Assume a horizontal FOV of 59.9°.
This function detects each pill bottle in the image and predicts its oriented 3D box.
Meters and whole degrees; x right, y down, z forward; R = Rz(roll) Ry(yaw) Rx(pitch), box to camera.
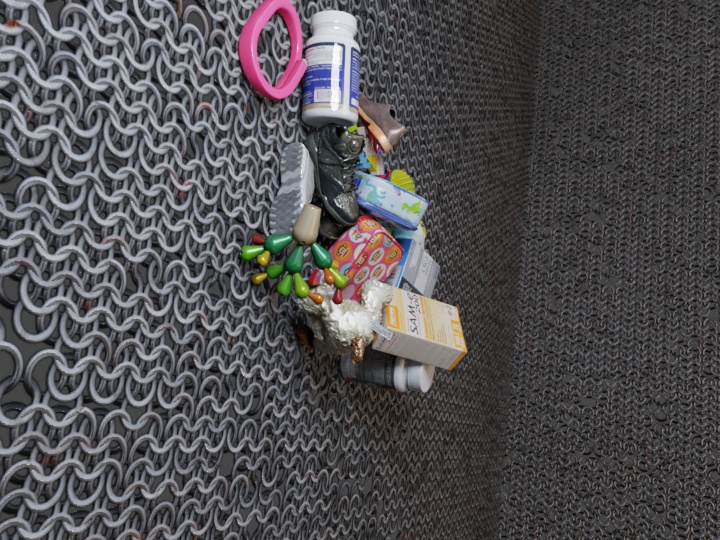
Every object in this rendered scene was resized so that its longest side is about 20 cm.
[{"bbox_3d":[0.062,0.210,1.415,0.113,0.195,0.117,-29,123,-59],"label":"pill bottle"},{"bbox_3d":[-0.057,-0.392,1.231,0.115,0.113,0.206,4,88,-64],"label":"pill bottle"}]

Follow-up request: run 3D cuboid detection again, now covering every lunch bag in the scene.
[{"bbox_3d":[0.046,-0.154,1.348,0.158,0.200,0.084,24,95,-19],"label":"lunch bag"},{"bbox_3d":[0.000,0.000,1.314,0.201,0.082,0.176,-49,145,3],"label":"lunch bag"}]

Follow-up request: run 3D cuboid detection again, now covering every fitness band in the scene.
[{"bbox_3d":[-0.152,-0.397,1.123,0.145,0.037,0.203,65,36,-43],"label":"fitness band"}]

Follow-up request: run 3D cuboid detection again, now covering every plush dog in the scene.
[{"bbox_3d":[-0.032,0.116,1.232,0.172,0.195,0.165,131,-49,-65],"label":"plush dog"}]

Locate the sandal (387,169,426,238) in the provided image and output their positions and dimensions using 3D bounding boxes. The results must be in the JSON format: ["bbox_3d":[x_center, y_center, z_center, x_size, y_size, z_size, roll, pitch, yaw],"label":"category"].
[{"bbox_3d":[0.106,-0.162,1.640,0.078,0.087,0.205,-8,83,-28],"label":"sandal"}]

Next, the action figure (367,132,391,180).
[{"bbox_3d":[0.047,-0.234,1.538,0.065,0.050,0.206,-24,116,-65],"label":"action figure"}]

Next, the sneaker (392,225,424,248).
[{"bbox_3d":[0.106,-0.033,1.529,0.131,0.078,0.204,-51,133,-46],"label":"sneaker"}]

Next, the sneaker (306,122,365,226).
[{"bbox_3d":[-0.033,-0.194,1.219,0.075,0.113,0.204,-12,84,-44],"label":"sneaker"}]

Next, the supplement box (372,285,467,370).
[{"bbox_3d":[0.120,0.121,1.332,0.196,0.074,0.128,17,41,-22],"label":"supplement box"}]

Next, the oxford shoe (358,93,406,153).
[{"bbox_3d":[0.041,-0.341,1.390,0.071,0.072,0.202,49,9,-51],"label":"oxford shoe"}]

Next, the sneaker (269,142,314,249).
[{"bbox_3d":[-0.114,-0.134,1.173,0.082,0.073,0.205,36,59,-57],"label":"sneaker"}]

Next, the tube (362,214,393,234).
[{"bbox_3d":[0.041,-0.084,1.536,0.199,0.051,0.059,9,56,-61],"label":"tube"}]

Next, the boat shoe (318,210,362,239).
[{"bbox_3d":[-0.041,-0.105,1.349,0.061,0.072,0.201,-48,172,14],"label":"boat shoe"}]

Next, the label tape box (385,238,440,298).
[{"bbox_3d":[0.130,0.037,1.461,0.199,0.065,0.146,39,63,-41],"label":"label tape box"}]

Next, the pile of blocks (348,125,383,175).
[{"bbox_3d":[-0.022,-0.276,1.372,0.201,0.061,0.083,53,56,-35],"label":"pile of blocks"}]

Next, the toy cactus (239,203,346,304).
[{"bbox_3d":[-0.105,-0.033,1.092,0.102,0.196,0.169,-84,-166,-77],"label":"toy cactus"}]
